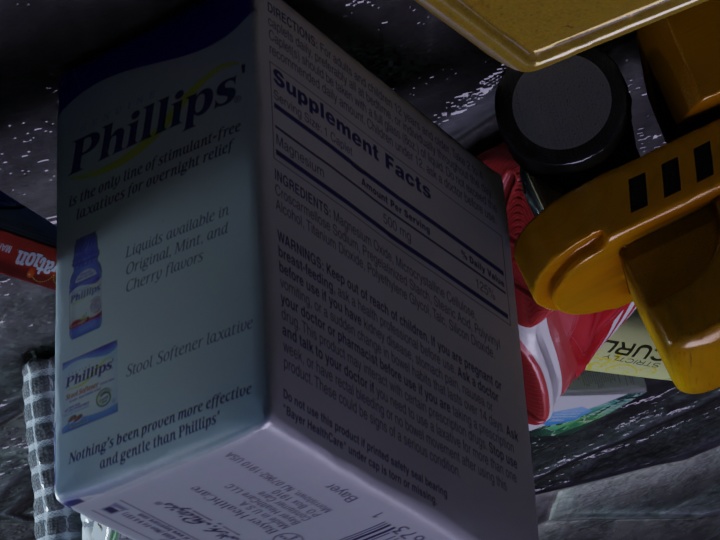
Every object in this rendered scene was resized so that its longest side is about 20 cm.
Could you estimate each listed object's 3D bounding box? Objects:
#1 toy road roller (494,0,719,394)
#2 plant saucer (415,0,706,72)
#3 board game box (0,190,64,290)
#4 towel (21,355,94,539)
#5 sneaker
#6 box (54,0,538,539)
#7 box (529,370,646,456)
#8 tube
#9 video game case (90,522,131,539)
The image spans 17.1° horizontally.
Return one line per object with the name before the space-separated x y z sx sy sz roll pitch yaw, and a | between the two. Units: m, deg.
toy road roller | 0.161 -0.039 1.037 0.199 0.147 0.123 -25 161 3
plant saucer | 0.093 -0.137 0.892 0.199 0.049 0.200 -22 160 21
board game box | -0.182 -0.033 0.917 0.020 0.103 0.200 -61 150 4
towel | -0.100 0.131 1.345 0.085 0.167 0.200 -18 162 35
sneaker | 0.103 -0.020 1.241 0.116 0.078 0.200 -45 155 -28
box | -0.025 0.021 0.964 0.105 0.201 0.184 -22 144 28
box | 0.072 0.103 1.587 0.144 0.037 0.200 1 157 -37
tube | 0.160 0.042 1.460 0.199 0.052 0.058 7 113 -35
video game case | -0.034 0.064 1.234 0.199 0.183 0.022 1 -159 -38
